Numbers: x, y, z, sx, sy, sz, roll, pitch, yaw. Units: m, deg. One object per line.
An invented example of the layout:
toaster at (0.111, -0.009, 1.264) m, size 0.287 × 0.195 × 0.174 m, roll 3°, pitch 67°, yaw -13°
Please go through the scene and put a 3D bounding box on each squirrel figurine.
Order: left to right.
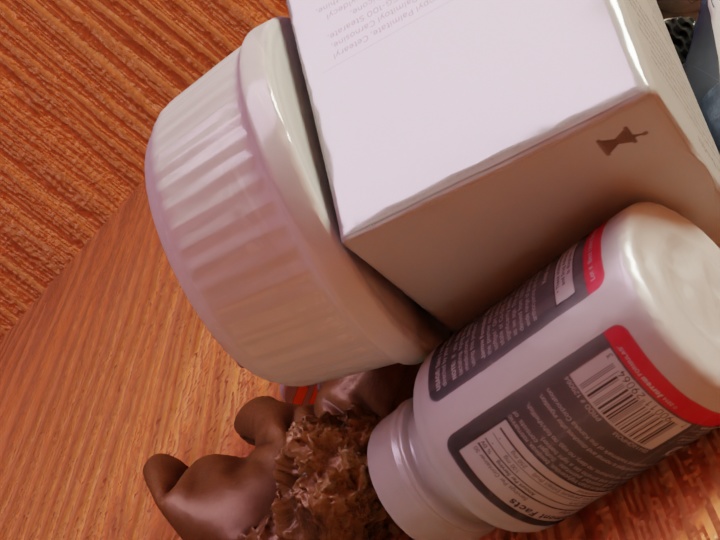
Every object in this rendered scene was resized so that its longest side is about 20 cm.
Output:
squirrel figurine at (-0.012, 0.123, 0.882) m, size 0.187 × 0.142 × 0.200 m, roll -43°, pitch 16°, yaw -3°

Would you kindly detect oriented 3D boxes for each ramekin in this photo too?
ramekin at (-0.036, -0.028, 0.806) m, size 0.094 × 0.203 × 0.203 m, roll -26°, pitch 23°, yaw 17°

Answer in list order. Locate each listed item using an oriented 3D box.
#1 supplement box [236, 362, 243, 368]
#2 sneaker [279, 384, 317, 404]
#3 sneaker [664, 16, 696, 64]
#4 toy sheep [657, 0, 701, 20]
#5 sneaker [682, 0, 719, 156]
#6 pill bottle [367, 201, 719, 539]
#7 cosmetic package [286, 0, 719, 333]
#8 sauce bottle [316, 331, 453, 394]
supplement box at (0.000, 0.000, 0.954) m, size 0.200 × 0.069 × 0.066 m, roll -30°, pitch -19°, yaw 34°
sneaker at (-0.023, 0.012, 1.106) m, size 0.200 × 0.077 × 0.112 m, roll 119°, pitch 154°, yaw -49°
sneaker at (0.152, -0.089, 0.966) m, size 0.200 × 0.070 × 0.093 m, roll -52°, pitch 20°, yaw -15°
toy sheep at (0.225, -0.236, 1.025) m, size 0.138 × 0.138 × 0.200 m, roll -38°, pitch 11°, yaw 36°
sneaker at (0.191, -0.092, 0.894) m, size 0.146 × 0.077 × 0.203 m, roll -37°, pitch 22°, yaw 32°
pill bottle at (0.097, 0.063, 0.736) m, size 0.200 × 0.111 × 0.111 m, roll -39°, pitch 19°, yaw 34°
cosmetic package at (0.078, -0.098, 0.774) m, size 0.166 × 0.167 × 0.201 m, roll -25°, pitch 57°, yaw 19°
sauce bottle at (0.048, 0.056, 0.976) m, size 0.200 × 0.065 × 0.065 m, roll -28°, pitch 27°, yaw 48°
